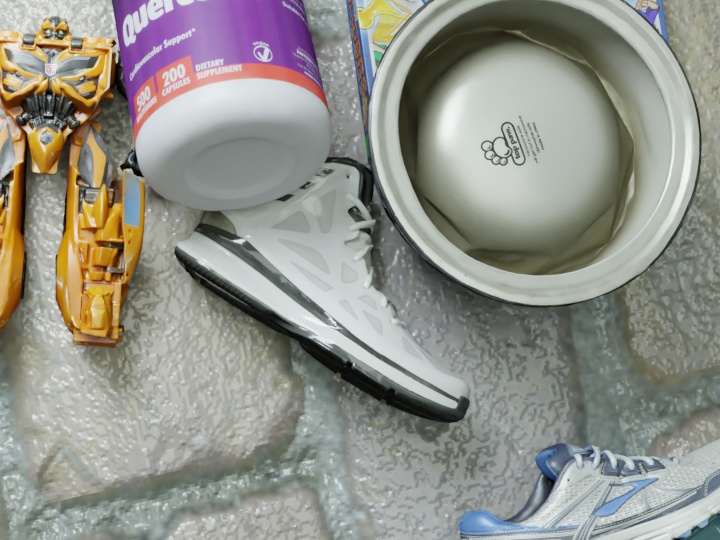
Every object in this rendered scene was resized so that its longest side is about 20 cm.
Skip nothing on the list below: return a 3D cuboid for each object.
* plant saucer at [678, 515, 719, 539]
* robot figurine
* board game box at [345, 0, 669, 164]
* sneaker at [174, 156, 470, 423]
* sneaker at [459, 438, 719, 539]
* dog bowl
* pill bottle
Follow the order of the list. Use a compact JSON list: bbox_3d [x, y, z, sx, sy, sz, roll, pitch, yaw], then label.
[{"bbox_3d":[0.165,0.219,0.989,0.200,0.019,0.070,-28,86,-27],"label":"plant saucer"},{"bbox_3d":[-0.186,-0.057,0.983,0.145,0.058,0.200,3,81,-10],"label":"robot figurine"},{"bbox_3d":[0.095,-0.145,1.053,0.200,0.034,0.136,-7,82,-10],"label":"board game box"},{"bbox_3d":[0.000,0.000,0.994,0.200,0.076,0.115,34,80,0],"label":"sneaker"},{"bbox_3d":[0.149,0.136,0.998,0.200,0.077,0.085,-26,82,-12],"label":"sneaker"},{"bbox_3d":[0.096,-0.073,0.984,0.200,0.074,0.201,2,81,-10],"label":"dog bowl"},{"bbox_3d":[-0.087,-0.143,0.970,0.112,0.113,0.200,-8,62,-10],"label":"pill bottle"}]
